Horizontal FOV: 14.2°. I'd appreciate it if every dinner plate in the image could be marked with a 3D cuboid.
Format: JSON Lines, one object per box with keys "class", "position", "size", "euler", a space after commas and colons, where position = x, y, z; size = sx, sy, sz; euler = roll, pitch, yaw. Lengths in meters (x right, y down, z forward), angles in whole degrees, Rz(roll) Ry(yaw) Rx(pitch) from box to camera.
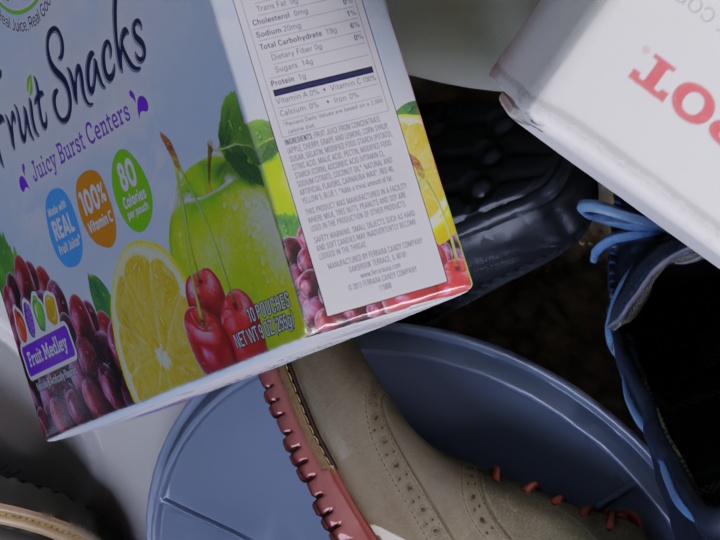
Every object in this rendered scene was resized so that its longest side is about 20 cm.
{"class": "dinner plate", "position": [-0.141, 0.038, 0.969], "size": [0.199, 0.024, 0.201], "euler": [20, 143, 16]}

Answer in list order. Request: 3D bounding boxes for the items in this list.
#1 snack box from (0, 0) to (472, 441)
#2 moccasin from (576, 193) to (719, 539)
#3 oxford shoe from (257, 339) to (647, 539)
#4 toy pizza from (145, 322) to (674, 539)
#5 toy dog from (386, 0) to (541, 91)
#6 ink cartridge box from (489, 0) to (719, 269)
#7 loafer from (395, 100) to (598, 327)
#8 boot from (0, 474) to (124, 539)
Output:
{"class": "snack box", "position": [-0.053, -0.040, 0.762], "size": [0.200, 0.053, 0.143], "euler": [-24, 81, 63]}
{"class": "moccasin", "position": [0.104, 0.012, 0.775], "size": [0.080, 0.201, 0.068], "euler": [-26, 128, 10]}
{"class": "oxford shoe", "position": [0.042, 0.082, 0.828], "size": [0.075, 0.070, 0.200], "euler": [-37, 90, 3]}
{"class": "toy pizza", "position": [0.026, 0.102, 0.894], "size": [0.199, 0.032, 0.201], "euler": [12, 121, 21]}
{"class": "toy dog", "position": [0.038, -0.091, 0.805], "size": [0.199, 0.096, 0.132], "euler": [18, 138, 30]}
{"class": "ink cartridge box", "position": [0.145, -0.080, 0.681], "size": [0.145, 0.085, 0.200], "euler": [35, 97, -7]}
{"class": "loafer", "position": [0.000, 0.000, 0.900], "size": [0.200, 0.068, 0.070], "euler": [-18, 127, 41]}
{"class": "boot", "position": [-0.117, 0.152, 0.952], "size": [0.077, 0.139, 0.200], "euler": [-4, 156, 31]}
